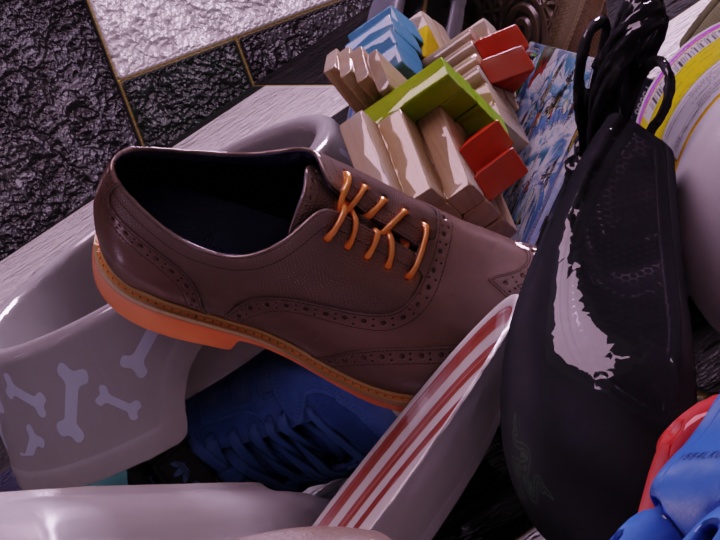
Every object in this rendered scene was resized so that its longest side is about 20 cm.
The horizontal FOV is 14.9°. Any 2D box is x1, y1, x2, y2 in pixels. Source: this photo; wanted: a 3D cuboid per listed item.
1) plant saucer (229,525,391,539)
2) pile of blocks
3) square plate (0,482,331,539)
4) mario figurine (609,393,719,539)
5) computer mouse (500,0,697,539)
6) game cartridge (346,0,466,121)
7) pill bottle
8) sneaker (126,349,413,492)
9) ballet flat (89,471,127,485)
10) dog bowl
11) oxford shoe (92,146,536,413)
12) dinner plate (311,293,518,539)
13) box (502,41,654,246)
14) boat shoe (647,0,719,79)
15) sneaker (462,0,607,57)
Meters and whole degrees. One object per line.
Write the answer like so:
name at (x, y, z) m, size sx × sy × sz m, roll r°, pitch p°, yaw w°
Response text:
plant saucer at (-0.065, 0.143, 0.755) m, size 0.200 × 0.037 × 0.200 m, roll -48°, pitch 12°, yaw 14°
pile of blocks at (0.034, -0.075, 1.096) m, size 0.062 × 0.082 × 0.200 m, roll -34°, pitch 21°, yaw 15°
square plate at (-0.129, 0.099, 1.008) m, size 0.198 × 0.029 × 0.200 m, roll -9°, pitch -8°, yaw 32°
mario figurine at (0.125, 0.059, 0.696) m, size 0.123 × 0.106 × 0.200 m, roll 21°, pitch 57°, yaw 33°
computer mouse at (0.068, 0.017, 0.834) m, size 0.053 × 0.139 × 0.200 m, roll 3°, pitch 41°, yaw -1°
game cartridge at (0.012, -0.050, 1.257) m, size 0.133 × 0.040 × 0.201 m, roll 110°, pitch 170°, yaw -77°
pill bottle at (0.147, -0.024, 0.884) m, size 0.104 × 0.104 × 0.200 m, roll -32°, pitch 10°, yaw 6°
sneaker at (-0.032, 0.074, 1.084) m, size 0.111 × 0.077 × 0.200 m, roll -43°, pitch 19°, yaw -11°
ballet flat at (-0.151, 0.153, 1.161) m, size 0.200 × 0.067 × 0.062 m, roll -34°, pitch -21°, yaw -27°
dog bowl at (-0.070, 0.008, 1.111) m, size 0.200 × 0.059 × 0.200 m, roll -30°, pitch 14°, yaw 9°
oxford shoe at (0.000, 0.000, 0.977) m, size 0.073 × 0.199 × 0.071 m, roll 95°, pitch -175°, yaw -59°
dinner plate at (-0.003, 0.093, 0.890) m, size 0.200 × 0.024 × 0.200 m, roll -54°, pitch 2°, yaw 3°
box at (0.073, -0.020, 1.115) m, size 0.200 × 0.040 × 0.137 m, roll -127°, pitch 61°, yaw -81°
boat shoe at (0.144, -0.048, 1.122) m, size 0.200 × 0.068 × 0.075 m, roll 131°, pitch 155°, yaw -66°
sneaker at (0.082, -0.086, 1.274) m, size 0.075 × 0.071 × 0.200 m, roll -4°, pitch -47°, yaw -33°
